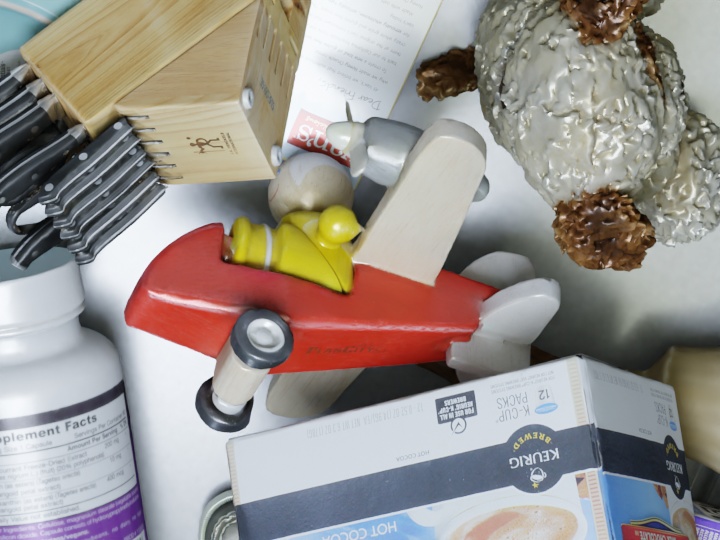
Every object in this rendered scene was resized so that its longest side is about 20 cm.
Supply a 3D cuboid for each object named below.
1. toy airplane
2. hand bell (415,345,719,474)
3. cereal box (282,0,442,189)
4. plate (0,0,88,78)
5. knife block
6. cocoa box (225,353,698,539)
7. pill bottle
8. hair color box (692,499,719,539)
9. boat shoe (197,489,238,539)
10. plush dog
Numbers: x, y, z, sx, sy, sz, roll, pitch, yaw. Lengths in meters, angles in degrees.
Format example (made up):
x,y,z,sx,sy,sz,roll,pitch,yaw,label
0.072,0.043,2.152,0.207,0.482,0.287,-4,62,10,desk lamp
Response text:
x,y,z,sx,sy,sz,roll,pitch,yaw,label
0.000,0.000,1.377,0.200,0.199,0.141,-26,60,14,toy airplane
0.128,0.062,1.453,0.200,0.104,0.104,10,103,10,hand bell
-0.027,-0.160,1.408,0.144,0.040,0.200,24,102,-7,cereal box
-0.199,-0.097,1.368,0.200,0.026,0.200,-2,139,-2,plate
-0.122,-0.097,1.329,0.175,0.200,0.064,-1,146,17,knife block
0.054,0.133,1.351,0.200,0.133,0.132,-15,75,23,cocoa box
-0.174,0.094,1.426,0.111,0.111,0.200,-7,103,0,pill bottle
0.217,0.167,1.451,0.200,0.109,0.065,18,91,-6,hair color box
-0.035,0.216,1.483,0.072,0.060,0.202,-20,103,3,boat shoe
0.110,-0.094,1.358,0.160,0.172,0.200,-4,104,0,plush dog
